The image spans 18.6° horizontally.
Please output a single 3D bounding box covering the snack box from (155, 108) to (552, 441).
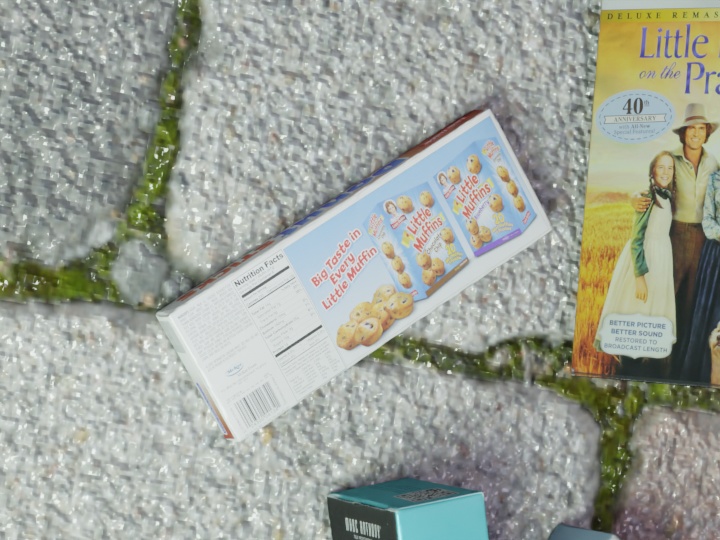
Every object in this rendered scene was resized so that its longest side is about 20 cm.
[{"bbox_3d":[0.000,0.000,1.079,0.200,0.024,0.072,-33,102,-20],"label":"snack box"}]

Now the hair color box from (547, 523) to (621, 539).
[{"bbox_3d":[0.152,0.233,1.126,0.200,0.061,0.099,45,73,-17],"label":"hair color box"}]

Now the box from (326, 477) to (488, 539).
[{"bbox_3d":[0.033,0.205,1.062,0.049,0.082,0.201,-9,94,-25],"label":"box"}]

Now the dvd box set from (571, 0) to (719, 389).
[{"bbox_3d":[0.181,-0.041,1.098,0.029,0.146,0.201,8,87,-56],"label":"dvd box set"}]
